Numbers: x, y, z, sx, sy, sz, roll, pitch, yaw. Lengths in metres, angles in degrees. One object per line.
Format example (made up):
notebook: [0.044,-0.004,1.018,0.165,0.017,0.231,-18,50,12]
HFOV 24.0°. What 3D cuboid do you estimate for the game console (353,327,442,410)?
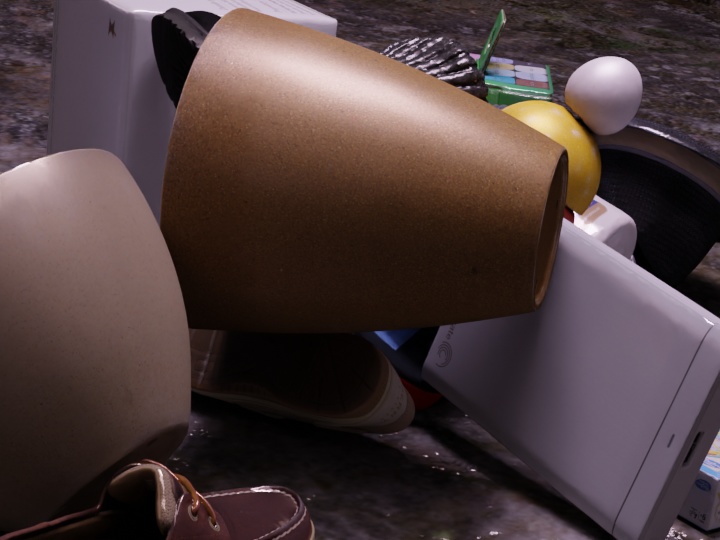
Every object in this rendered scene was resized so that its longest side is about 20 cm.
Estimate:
game console: [0.000,0.000,1.142,0.200,0.031,0.177,43,30,7]

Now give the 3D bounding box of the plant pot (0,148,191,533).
plant pot: [-0.163,0.055,0.856,0.135,0.200,0.200,51,33,12]

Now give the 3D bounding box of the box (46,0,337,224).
box: [-0.140,-0.121,1.326,0.170,0.200,0.200,-2,19,-27]

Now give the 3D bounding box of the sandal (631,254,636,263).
sandal: [0.114,-0.004,1.313,0.199,0.076,0.043,17,-24,15]

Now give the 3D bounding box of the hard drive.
hard drive: [0.124,0.053,0.978,0.027,0.133,0.200,10,19,-41]

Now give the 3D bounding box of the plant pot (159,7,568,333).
plant pot: [0.012,-0.040,0.962,0.199,0.188,0.186,11,18,12]

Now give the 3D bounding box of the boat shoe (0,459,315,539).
boat shoe: [-0.095,0.127,0.800,0.199,0.072,0.072,-11,26,-44]

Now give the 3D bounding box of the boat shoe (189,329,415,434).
boat shoe: [-0.055,0.058,1.052,0.199,0.073,0.065,15,-17,35]

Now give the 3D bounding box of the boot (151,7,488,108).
boot: [-0.031,-0.133,1.166,0.157,0.080,0.211,-28,53,-31]

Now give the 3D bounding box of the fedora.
fedora: [0.227,-0.042,1.346,0.200,0.092,0.201,25,-11,5]

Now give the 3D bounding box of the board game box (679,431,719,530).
board game box: [0.191,0.095,1.071,0.134,0.034,0.200,-7,23,-37]

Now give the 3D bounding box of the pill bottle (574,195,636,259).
pill bottle: [0.093,-0.038,1.245,0.199,0.112,0.111,33,28,24]

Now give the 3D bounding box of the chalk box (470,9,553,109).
chalk box: [0.089,-0.113,1.389,0.123,0.201,0.125,8,17,2]

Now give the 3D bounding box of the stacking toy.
stacking toy: [0.110,-0.059,1.110,0.146,0.200,0.146,44,11,-11]
